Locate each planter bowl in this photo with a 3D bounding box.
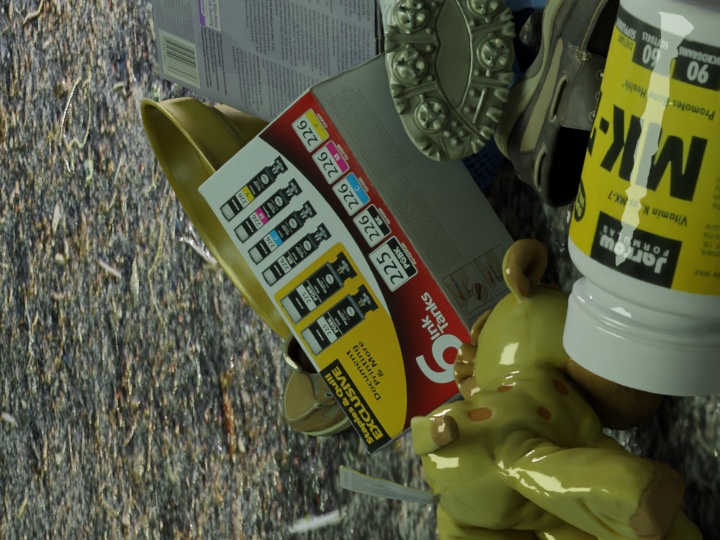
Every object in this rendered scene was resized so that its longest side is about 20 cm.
[{"bbox_3d":[-0.067,-0.055,1.767,0.201,0.083,0.201,54,168,17],"label":"planter bowl"}]

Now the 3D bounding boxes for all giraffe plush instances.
[{"bbox_3d":[0.107,0.084,1.408,0.173,0.199,0.163,114,180,-55],"label":"giraffe plush"}]

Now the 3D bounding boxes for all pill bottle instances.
[{"bbox_3d":[0.171,-0.045,1.305,0.114,0.114,0.201,40,125,57],"label":"pill bottle"}]

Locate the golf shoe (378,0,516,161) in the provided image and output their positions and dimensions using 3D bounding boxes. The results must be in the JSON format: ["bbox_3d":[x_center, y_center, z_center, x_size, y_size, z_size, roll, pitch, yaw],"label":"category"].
[{"bbox_3d":[0.043,-0.159,1.487,0.097,0.078,0.201,128,137,-80],"label":"golf shoe"}]

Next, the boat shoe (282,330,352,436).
[{"bbox_3d":[-0.020,0.055,1.716,0.200,0.076,0.072,-50,46,51],"label":"boat shoe"}]

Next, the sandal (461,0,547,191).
[{"bbox_3d":[0.085,-0.127,1.523,0.087,0.079,0.201,53,136,45],"label":"sandal"}]

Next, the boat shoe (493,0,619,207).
[{"bbox_3d":[0.140,-0.111,1.429,0.074,0.074,0.200,63,152,27],"label":"boat shoe"}]

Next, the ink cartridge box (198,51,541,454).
[{"bbox_3d":[0.000,0.000,1.555,0.201,0.084,0.175,56,135,5],"label":"ink cartridge box"}]

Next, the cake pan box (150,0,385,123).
[{"bbox_3d":[-0.053,-0.174,1.653,0.183,0.052,0.201,24,142,23],"label":"cake pan box"}]
